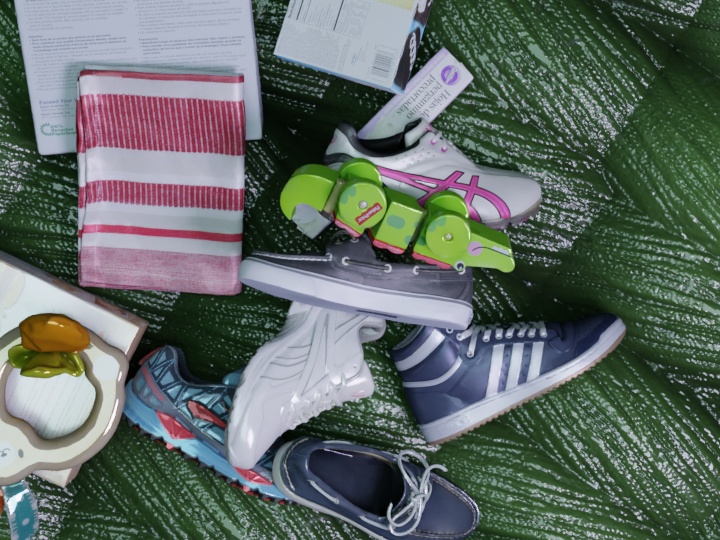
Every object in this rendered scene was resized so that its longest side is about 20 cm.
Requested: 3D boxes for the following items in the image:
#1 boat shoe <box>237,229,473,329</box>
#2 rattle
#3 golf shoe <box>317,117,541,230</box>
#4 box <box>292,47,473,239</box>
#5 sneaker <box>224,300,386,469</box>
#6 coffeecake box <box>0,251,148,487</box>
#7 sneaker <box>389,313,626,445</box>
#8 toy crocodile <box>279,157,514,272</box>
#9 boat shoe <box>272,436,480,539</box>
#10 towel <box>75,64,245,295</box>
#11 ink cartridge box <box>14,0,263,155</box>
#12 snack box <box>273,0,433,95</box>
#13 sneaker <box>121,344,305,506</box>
[{"bbox_3d":[0.000,0.000,1.547,0.199,0.070,0.067,10,82,-6],"label":"boat shoe"},{"bbox_3d":[-0.268,0.136,1.512,0.130,0.143,0.200,35,84,-19],"label":"rattle"},{"bbox_3d":[0.065,-0.081,1.581,0.199,0.073,0.092,2,108,-20],"label":"golf shoe"},{"bbox_3d":[0.015,-0.109,1.621,0.039,0.041,0.200,45,91,-3],"label":"box"},{"bbox_3d":[-0.041,0.091,1.571,0.099,0.078,0.200,28,63,8],"label":"sneaker"},{"bbox_3d":[-0.307,0.071,1.612,0.200,0.073,0.154,26,92,-1],"label":"coffeecake box"},{"bbox_3d":[0.122,0.060,1.614,0.200,0.070,0.109,-28,94,4],"label":"sneaker"},{"bbox_3d":[0.033,-0.040,1.518,0.199,0.068,0.062,20,110,-12],"label":"toy crocodile"},{"bbox_3d":[0.023,0.187,1.594,0.200,0.062,0.075,26,70,-23],"label":"boat shoe"},{"bbox_3d":[-0.171,-0.074,1.599,0.143,0.023,0.201,3,113,-1],"label":"towel"},{"bbox_3d":[-0.187,-0.199,1.579,0.196,0.043,0.201,-3,118,1],"label":"ink cartridge box"},{"bbox_3d":[0.011,-0.262,1.599,0.116,0.037,0.201,19,93,21],"label":"snack box"},{"bbox_3d":[-0.108,0.131,1.613,0.200,0.079,0.096,29,90,-1],"label":"sneaker"}]
